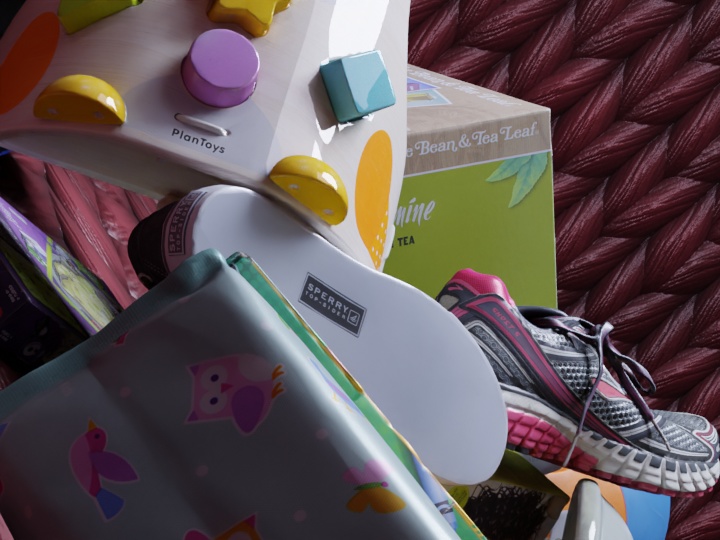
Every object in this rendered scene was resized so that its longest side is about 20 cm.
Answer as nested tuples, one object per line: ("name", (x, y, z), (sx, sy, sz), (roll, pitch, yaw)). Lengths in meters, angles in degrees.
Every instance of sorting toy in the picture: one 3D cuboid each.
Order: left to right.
("sorting toy", (-0.056, -0.110, 0.972), (0.199, 0.181, 0.107), (19, -22, -6))

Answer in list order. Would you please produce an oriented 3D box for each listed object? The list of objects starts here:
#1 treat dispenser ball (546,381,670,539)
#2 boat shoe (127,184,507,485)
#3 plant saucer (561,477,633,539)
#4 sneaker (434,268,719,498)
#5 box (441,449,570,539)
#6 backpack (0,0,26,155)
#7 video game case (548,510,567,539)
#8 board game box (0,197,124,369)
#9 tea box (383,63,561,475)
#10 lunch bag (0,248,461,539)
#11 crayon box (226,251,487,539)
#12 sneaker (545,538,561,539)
("treat dispenser ball", (0.112, 0.154, 1.512), (0.201, 0.201, 0.201), (50, 2, -3))
("boat shoe", (-0.020, 0.032, 0.952), (0.200, 0.070, 0.066), (34, -25, -33))
("plant saucer", (0.111, 0.202, 1.055), (0.050, 0.201, 0.200), (10, 0, 4))
("sneaker", (0.109, 0.060, 1.069), (0.200, 0.075, 0.080), (22, -5, -40))
("box", (0.009, 0.108, 1.031), (0.200, 0.075, 0.050), (17, 18, -45))
("backpack", (-0.197, -0.162, 1.062), (0.200, 0.162, 0.168), (49, 0, -14))
("video game case", (0.161, 0.281, 1.393), (0.200, 0.023, 0.182), (49, 43, -35))
("board game box", (-0.141, 0.016, 1.006), (0.120, 0.032, 0.200), (55, 4, 30))
("tea box", (0.000, 0.000, 1.166), (0.200, 0.133, 0.198), (25, -58, 60))
("lunch bag", (-0.017, 0.118, 0.709), (0.170, 0.122, 0.200), (49, -9, 35))
("crayon box", (-0.025, 0.100, 0.880), (0.200, 0.058, 0.119), (50, -32, -5))
("sneaker", (0.058, 0.173, 1.316), (0.200, 0.114, 0.076), (50, 0, 34))
